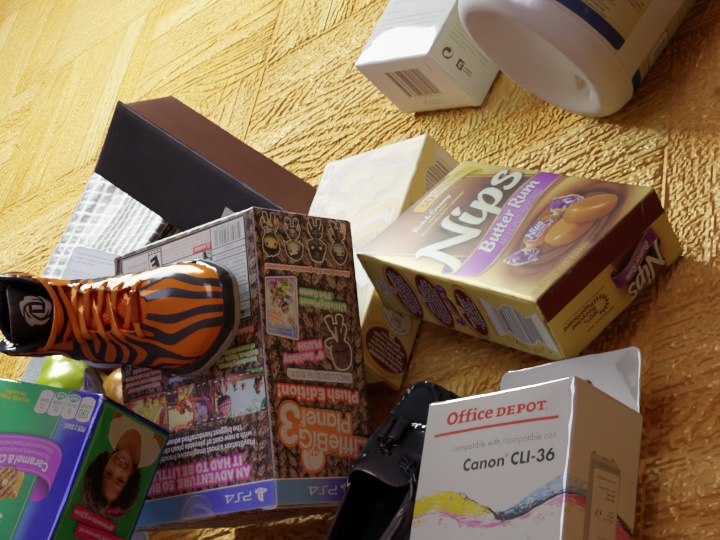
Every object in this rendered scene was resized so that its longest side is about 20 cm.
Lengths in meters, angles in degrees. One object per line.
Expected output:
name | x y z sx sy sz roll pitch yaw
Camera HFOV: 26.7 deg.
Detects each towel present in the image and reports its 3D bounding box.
towel | -0.216 -0.009 1.411 0.165 0.086 0.201 -9 50 46

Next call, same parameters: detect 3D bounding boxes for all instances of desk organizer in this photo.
desk organizer | -0.124 -0.072 1.304 0.200 0.077 0.072 33 116 20

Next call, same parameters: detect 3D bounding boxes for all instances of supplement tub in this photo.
supplement tub | 0.178 -0.227 1.085 0.200 0.144 0.144 -55 32 -8

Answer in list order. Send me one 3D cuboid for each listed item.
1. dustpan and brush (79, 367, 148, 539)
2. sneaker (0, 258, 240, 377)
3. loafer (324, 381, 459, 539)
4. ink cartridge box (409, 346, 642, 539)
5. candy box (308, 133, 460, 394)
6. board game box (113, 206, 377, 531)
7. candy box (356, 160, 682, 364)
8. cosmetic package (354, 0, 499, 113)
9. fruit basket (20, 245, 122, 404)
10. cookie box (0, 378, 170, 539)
dustpan and brush | -0.194 0.154 1.113 0.057 0.201 0.139 -32 46 -22
sneaker | -0.175 0.034 1.010 0.199 0.112 0.078 -14 76 44
loafer | 0.015 0.152 0.970 0.072 0.063 0.201 -13 47 44
ink cartridge box | 0.091 0.133 0.859 0.116 0.067 0.201 -16 55 43
candy box | 0.000 0.000 1.155 0.115 0.055 0.201 -13 47 44
board game box | -0.084 0.074 1.063 0.159 0.097 0.201 -16 74 43
candy box | 0.100 -0.011 1.011 0.117 0.057 0.200 -41 27 -21
cosmetic package | 0.089 -0.234 1.273 0.101 0.071 0.201 2 59 53
fruit basket | -0.201 0.086 1.255 0.184 0.094 0.201 10 67 30
cookie box | -0.237 0.178 1.002 0.170 0.075 0.201 4 68 39
